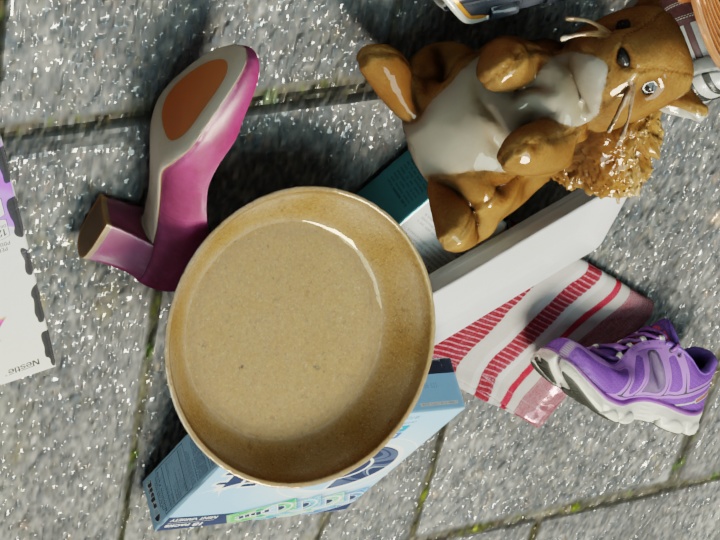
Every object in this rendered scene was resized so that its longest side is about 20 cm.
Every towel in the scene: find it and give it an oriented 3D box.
[{"bbox_3d":[0.129,0.045,1.551,0.144,0.023,0.200,-47,138,16],"label":"towel"}]

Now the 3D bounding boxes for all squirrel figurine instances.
[{"bbox_3d":[0.130,-0.110,1.283,0.186,0.142,0.200,-27,168,19],"label":"squirrel figurine"}]

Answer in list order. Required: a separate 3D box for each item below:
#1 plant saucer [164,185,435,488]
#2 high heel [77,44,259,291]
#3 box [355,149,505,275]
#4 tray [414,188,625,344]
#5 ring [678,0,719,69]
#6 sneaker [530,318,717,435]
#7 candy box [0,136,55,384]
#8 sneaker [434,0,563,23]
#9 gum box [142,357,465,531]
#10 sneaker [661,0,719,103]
[{"bbox_3d":[-0.044,0.042,1.308,0.200,0.035,0.201,-5,100,-28],"label":"plant saucer"},{"bbox_3d":[-0.095,-0.060,1.259,0.096,0.067,0.200,17,125,-31],"label":"high heel"},{"bbox_3d":[0.000,0.000,1.400,0.200,0.049,0.082,-40,140,9],"label":"box"},{"bbox_3d":[0.107,-0.006,1.430,0.200,0.022,0.107,-29,161,-24],"label":"tray"},{"bbox_3d":[0.223,-0.222,1.240,0.019,0.201,0.201,-3,147,25],"label":"ring"},{"bbox_3d":[0.212,0.073,1.574,0.200,0.081,0.084,13,105,-48],"label":"sneaker"},{"bbox_3d":[-0.287,-0.002,1.199,0.167,0.072,0.200,-20,138,-14],"label":"candy box"},{"bbox_3d":[0.089,-0.198,1.236,0.199,0.078,0.080,7,118,-24],"label":"sneaker"},{"bbox_3d":[-0.045,0.129,1.453,0.169,0.045,0.200,-3,155,-31],"label":"gum box"},{"bbox_3d":[0.249,-0.181,1.364,0.076,0.116,0.200,-22,180,25],"label":"sneaker"}]
